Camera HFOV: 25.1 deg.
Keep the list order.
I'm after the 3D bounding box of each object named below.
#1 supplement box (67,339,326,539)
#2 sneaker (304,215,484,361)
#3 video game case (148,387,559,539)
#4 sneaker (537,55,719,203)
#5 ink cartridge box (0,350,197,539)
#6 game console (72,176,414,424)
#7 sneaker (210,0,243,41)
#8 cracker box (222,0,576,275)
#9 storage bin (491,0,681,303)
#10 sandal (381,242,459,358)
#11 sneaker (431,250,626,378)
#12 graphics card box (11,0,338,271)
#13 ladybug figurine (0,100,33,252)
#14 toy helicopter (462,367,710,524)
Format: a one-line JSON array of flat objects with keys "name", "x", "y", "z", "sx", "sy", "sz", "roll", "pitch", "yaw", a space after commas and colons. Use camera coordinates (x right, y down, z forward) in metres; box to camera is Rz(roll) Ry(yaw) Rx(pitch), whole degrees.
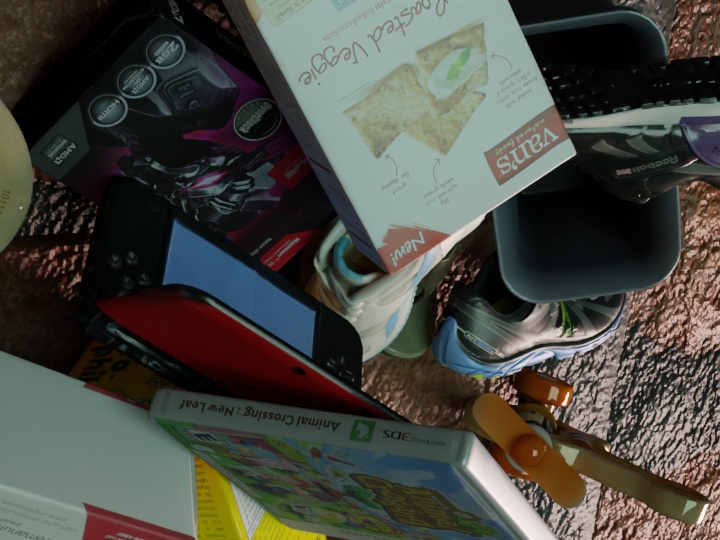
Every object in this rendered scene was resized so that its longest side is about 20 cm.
[{"name": "supplement box", "x": -0.104, "y": 0.138, "z": 1.014, "sx": 0.109, "sy": 0.109, "sz": 0.201, "roll": -63, "pitch": 144, "yaw": -54}, {"name": "sneaker", "x": 0.000, "y": 0.000, "z": 1.048, "sx": 0.081, "sy": 0.077, "sz": 0.200, "roll": -24, "pitch": 157, "yaw": -42}, {"name": "video game case", "x": 0.004, "y": 0.120, "z": 0.893, "sx": 0.200, "sy": 0.181, "sz": 0.022, "roll": 52, "pitch": 49, "yaw": -57}, {"name": "sneaker", "x": 0.155, "y": -0.078, "z": 1.022, "sx": 0.199, "sy": 0.076, "sz": 0.088, "roll": -1, "pitch": 123, "yaw": 0}, {"name": "ink cartridge box", "x": -0.208, "y": 0.141, "z": 0.896, "sx": 0.146, "sy": 0.083, "sz": 0.200, "roll": 25, "pitch": 133, "yaw": -37}, {"name": "game console", "x": -0.045, "y": 0.027, "z": 0.901, "sx": 0.200, "sy": 0.173, "sz": 0.119, "roll": 35, "pitch": 127, "yaw": -27}, {"name": "sneaker", "x": -0.094, "y": -0.192, "z": 0.963, "sx": 0.104, "sy": 0.060, "sz": 0.201, "roll": -25, "pitch": 113, "yaw": -35}, {"name": "cracker box", "x": 0.020, "y": -0.117, "z": 0.900, "sx": 0.134, "sy": 0.058, "sz": 0.201, "roll": -34, "pitch": 116, "yaw": -9}, {"name": "storage bin", "x": 0.136, "y": -0.097, "z": 1.125, "sx": 0.145, "sy": 0.134, "sz": 0.201, "roll": -8, "pitch": 115, "yaw": 4}, {"name": "sandal", "x": 0.036, "y": -0.033, "z": 1.123, "sx": 0.079, "sy": 0.057, "sz": 0.202, "roll": -6, "pitch": 109, "yaw": -36}, {"name": "sneaker", "x": 0.134, "y": 0.019, "z": 1.194, "sx": 0.199, "sy": 0.071, "sz": 0.083, "roll": -17, "pitch": 125, "yaw": -42}, {"name": "graphics card box", "x": -0.095, "y": -0.077, "z": 0.978, "sx": 0.125, "sy": 0.051, "sz": 0.200, "roll": -41, "pitch": 132, "yaw": 18}, {"name": "ladybug figurine", "x": -0.271, "y": -0.064, "z": 0.859, "sx": 0.200, "sy": 0.072, "sz": 0.136, "roll": 24, "pitch": 91, "yaw": -41}, {"name": "toy helicopter", "x": 0.162, "y": 0.137, "z": 1.188, "sx": 0.132, "sy": 0.199, "sz": 0.079, "roll": 13, "pitch": 98, "yaw": -57}]
